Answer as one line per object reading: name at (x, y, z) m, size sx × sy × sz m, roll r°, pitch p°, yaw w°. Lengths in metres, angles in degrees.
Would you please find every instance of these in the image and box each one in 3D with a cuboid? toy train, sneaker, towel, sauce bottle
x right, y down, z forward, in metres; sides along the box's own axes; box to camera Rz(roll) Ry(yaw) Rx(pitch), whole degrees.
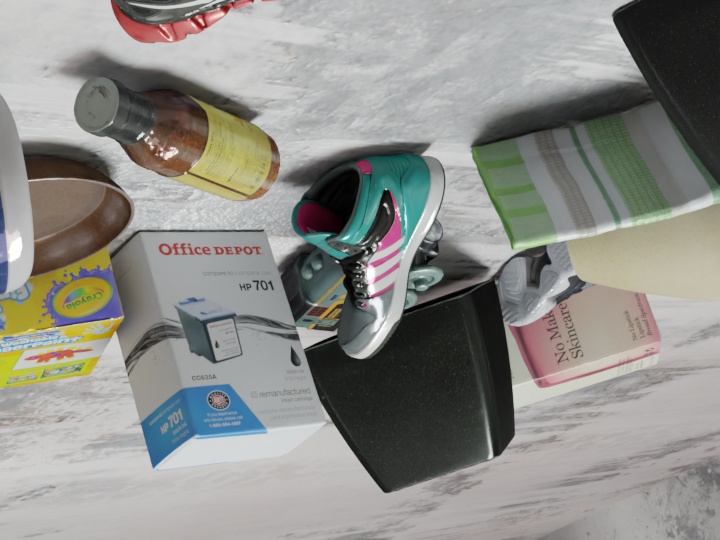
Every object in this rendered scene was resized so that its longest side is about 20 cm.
toy train at (0.000, 0.000, 1.552) m, size 0.113 × 0.086 × 0.200 m, roll 5°, pitch 153°, yaw -28°
sneaker at (0.240, 0.004, 1.769) m, size 0.113 × 0.076 × 0.200 m, roll -2°, pitch 154°, yaw -30°
sneaker at (-0.068, -0.198, 0.928) m, size 0.200 × 0.071 × 0.098 m, roll -19°, pitch 164°, yaw 11°
towel at (0.211, -0.089, 1.397) m, size 0.199 × 0.149 × 0.031 m, roll -13°, pitch 129°, yaw -5°
sauce bottle at (-0.134, -0.099, 1.167) m, size 0.066 × 0.066 × 0.200 m, roll -24°, pitch 160°, yaw 21°
sneaker at (-0.010, -0.016, 1.401) m, size 0.120 × 0.084 × 0.201 m, roll 8°, pitch 111°, yaw -32°

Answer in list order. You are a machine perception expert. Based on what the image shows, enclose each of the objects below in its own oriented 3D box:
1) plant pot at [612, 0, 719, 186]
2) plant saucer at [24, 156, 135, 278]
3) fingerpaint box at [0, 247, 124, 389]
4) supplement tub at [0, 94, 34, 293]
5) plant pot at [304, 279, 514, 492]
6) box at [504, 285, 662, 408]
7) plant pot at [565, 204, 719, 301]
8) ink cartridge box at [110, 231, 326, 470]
plant pot at (0.349, -0.146, 1.278) m, size 0.199 × 0.178 × 0.199 m, roll -24°, pitch 160°, yaw 22°
plant saucer at (-0.281, -0.041, 1.254) m, size 0.199 × 0.035 × 0.200 m, roll -16°, pitch 161°, yaw -6°
fingerpaint box at (-0.329, 0.051, 1.407) m, size 0.199 × 0.074 × 0.167 m, roll -9°, pitch 163°, yaw -23°
supplement tub at (-0.326, -0.042, 1.034) m, size 0.199 × 0.145 × 0.144 m, roll -10°, pitch 160°, yaw -21°
plant pot at (0.071, 0.130, 1.723) m, size 0.199 × 0.178 × 0.200 m, roll -20°, pitch 178°, yaw 13°
box at (0.245, 0.070, 1.885) m, size 0.199 × 0.128 × 0.109 m, roll -18°, pitch 161°, yaw 2°
plant pot at (0.310, -0.050, 1.563) m, size 0.199 × 0.188 × 0.187 m, roll -8°, pitch 166°, yaw 24°
ink cartridge box at (-0.136, 0.070, 1.434) m, size 0.146 × 0.201 × 0.086 m, roll -2°, pitch 155°, yaw -39°
